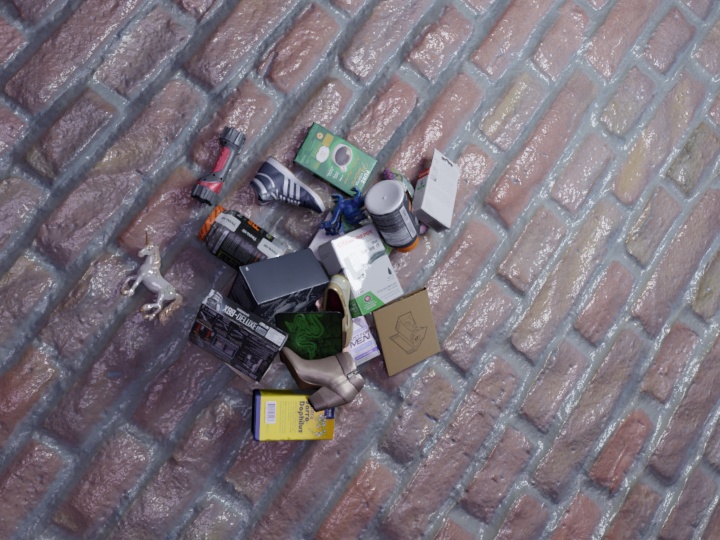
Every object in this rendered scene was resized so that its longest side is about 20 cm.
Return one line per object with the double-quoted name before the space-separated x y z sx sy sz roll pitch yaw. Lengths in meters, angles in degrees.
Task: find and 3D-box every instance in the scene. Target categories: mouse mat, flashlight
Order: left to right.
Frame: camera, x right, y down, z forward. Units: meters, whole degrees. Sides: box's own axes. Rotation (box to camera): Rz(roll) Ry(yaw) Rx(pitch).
"flashlight" -0.359 -0.265 1.522 0.067 0.068 0.203 18 80 18
"mouse mat" -0.122 0.166 1.462 0.158 0.202 0.008 -1 45 -2

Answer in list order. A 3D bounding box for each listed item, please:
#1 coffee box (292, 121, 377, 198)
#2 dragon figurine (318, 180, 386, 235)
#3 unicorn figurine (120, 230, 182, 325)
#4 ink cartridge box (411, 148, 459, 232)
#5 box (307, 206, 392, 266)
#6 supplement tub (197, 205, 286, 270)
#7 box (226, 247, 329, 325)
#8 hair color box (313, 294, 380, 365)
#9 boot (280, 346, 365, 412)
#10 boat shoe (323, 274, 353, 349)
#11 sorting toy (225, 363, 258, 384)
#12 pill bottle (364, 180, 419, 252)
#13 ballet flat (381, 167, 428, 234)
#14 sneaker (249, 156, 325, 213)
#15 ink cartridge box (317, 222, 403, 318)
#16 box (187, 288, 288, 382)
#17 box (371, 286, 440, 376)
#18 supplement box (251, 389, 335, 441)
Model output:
"coffee box" -0.067 -0.286 1.601 0.198 0.044 0.124 28 82 -10
"dragon figurine" -0.016 -0.155 1.544 0.197 0.059 0.101 -18 71 0
"unicorn figurine" -0.512 0.025 1.471 0.137 0.074 0.201 -45 111 -21
"ink cartridge box" 0.204 -0.217 1.635 0.108 0.050 0.203 30 59 -29
"box" -0.029 -0.055 1.601 0.198 0.036 0.146 32 80 -11
"supplement tub" -0.293 -0.065 1.495 0.199 0.122 0.123 35 80 -10
"box" -0.204 0.059 1.436 0.198 0.183 0.105 -18 65 -36
"hair color box" -0.039 0.149 1.573 0.108 0.065 0.202 -25 91 -12
"boot" -0.087 0.240 1.470 0.145 0.070 0.201 -30 79 -19
"boat shoe" -0.061 0.111 1.470 0.073 0.066 0.203 6 117 21
"sorting toy" -0.277 0.154 1.504 0.200 0.107 0.180 42 68 -1
"pill bottle" 0.089 -0.127 1.534 0.105 0.201 0.108 -11 55 16
"ballet flat" 0.118 -0.184 1.621 0.069 0.071 0.201 -29 99 32
"sneaker" -0.191 -0.189 1.552 0.199 0.070 0.109 40 74 -1
"ink cartridge box" 0.000 0.000 1.526 0.145 0.083 0.202 -25 92 -32
"box" -0.279 0.151 1.360 0.198 0.158 0.050 31 45 -4
"box" 0.122 0.160 1.588 0.162 0.021 0.203 -22 116 -15
"supplement box" -0.169 0.357 1.506 0.197 0.109 0.111 2 87 -13
